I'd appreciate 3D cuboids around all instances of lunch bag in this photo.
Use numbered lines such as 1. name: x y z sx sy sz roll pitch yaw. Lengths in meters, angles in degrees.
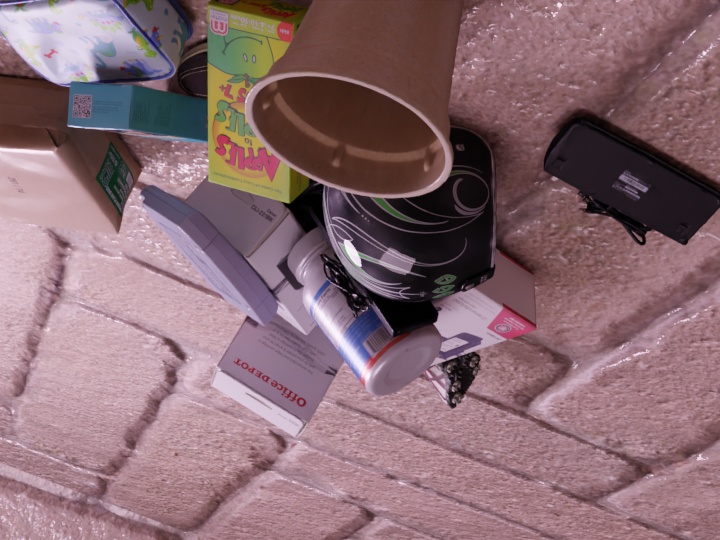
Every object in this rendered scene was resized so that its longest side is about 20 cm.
1. lunch bag: -0.287 -0.266 1.586 0.198 0.083 0.161 1 149 32

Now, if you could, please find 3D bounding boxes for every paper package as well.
1. paper package: -0.401 -0.146 1.883 0.188 0.105 0.201 8 152 21

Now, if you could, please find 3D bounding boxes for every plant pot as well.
1. plant pot: 0.013 -0.199 1.401 0.198 0.185 0.201 14 154 7

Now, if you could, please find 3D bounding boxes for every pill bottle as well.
1. pill bottle: 0.000 0.042 1.790 0.201 0.112 0.113 52 169 26

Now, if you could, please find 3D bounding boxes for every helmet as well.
1. helmet: 0.052 -0.066 1.662 0.188 0.203 0.201 -1 154 -1

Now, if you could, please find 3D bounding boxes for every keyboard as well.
1. keyboard: 0.284 -0.096 1.604 0.198 0.040 0.104 27 129 -16
2. keyboard: 0.000 0.000 1.738 0.103 0.201 0.040 -13 146 -35

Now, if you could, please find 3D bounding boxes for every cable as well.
1. cable: -0.026 -0.050 1.888 0.161 0.051 0.200 19 156 -2

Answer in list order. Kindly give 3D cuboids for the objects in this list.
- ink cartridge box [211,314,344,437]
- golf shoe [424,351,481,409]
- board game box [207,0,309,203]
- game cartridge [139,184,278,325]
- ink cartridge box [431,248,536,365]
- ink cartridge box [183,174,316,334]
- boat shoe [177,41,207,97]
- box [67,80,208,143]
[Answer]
1. ink cartridge box: -0.093 0.102 2.035 0.146 0.201 0.083 31 155 0
2. golf shoe: 0.113 0.120 2.080 0.088 0.077 0.201 29 159 26
3. board game box: -0.105 -0.179 1.552 0.100 0.048 0.202 15 123 20
4. game cartridge: -0.181 -0.017 1.833 0.133 0.040 0.200 35 167 49
5. ink cartridge box: 0.101 0.043 1.882 0.199 0.085 0.144 -22 144 34
6. ink cartridge box: -0.123 -0.027 1.901 0.144 0.084 0.200 35 166 36
7. boat shoe: -0.127 -0.207 1.619 0.198 0.066 0.073 -2 150 38
8. box: -0.236 -0.175 1.668 0.081 0.050 0.199 6 -177 24
